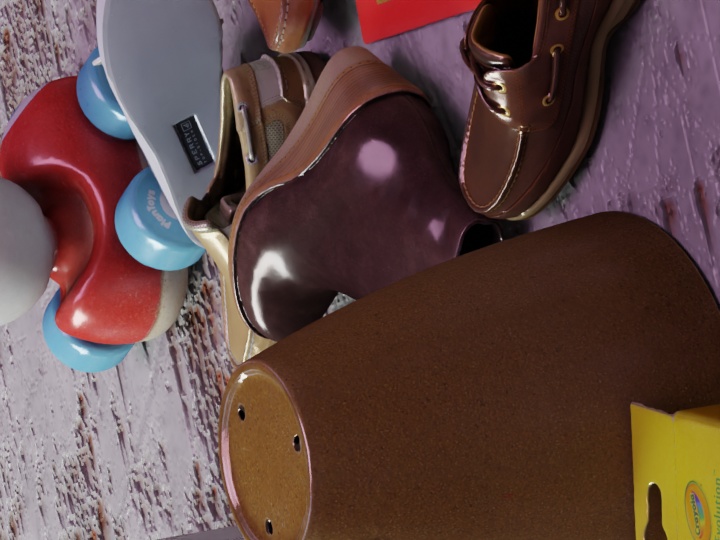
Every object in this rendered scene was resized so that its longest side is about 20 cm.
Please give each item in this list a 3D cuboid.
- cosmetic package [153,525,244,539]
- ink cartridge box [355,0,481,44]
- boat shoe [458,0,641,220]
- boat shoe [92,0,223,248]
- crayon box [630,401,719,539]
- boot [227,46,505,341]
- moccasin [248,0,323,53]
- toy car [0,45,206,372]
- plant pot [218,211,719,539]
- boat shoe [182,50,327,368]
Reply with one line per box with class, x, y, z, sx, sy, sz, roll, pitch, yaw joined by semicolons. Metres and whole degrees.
cosmetic package;-0.043;0.249;1.577;0.200;0.165;0.165;33;125;55
ink cartridge box;0.019;-0.215;1.485;0.200;0.045;0.176;-10;86;62
boat shoe;0.078;-0.106;1.376;0.072;0.068;0.200;59;143;37
boat shoe;-0.109;-0.112;1.683;0.086;0.075;0.202;54;168;54
crayon box;0.193;0.126;1.225;0.200;0.051;0.127;14;109;56
boot;0.000;0.000;1.537;0.166;0.072;0.200;58;140;41
moccasin;-0.073;-0.206;1.615;0.074;0.078;0.202;-55;49;56
toy car;-0.218;-0.032;1.797;0.184;0.200;0.177;-48;55;54
plant pot;0.043;0.073;1.345;0.186;0.200;0.187;19;111;59
boat shoe;-0.067;-0.030;1.650;0.072;0.076;0.200;39;130;51
